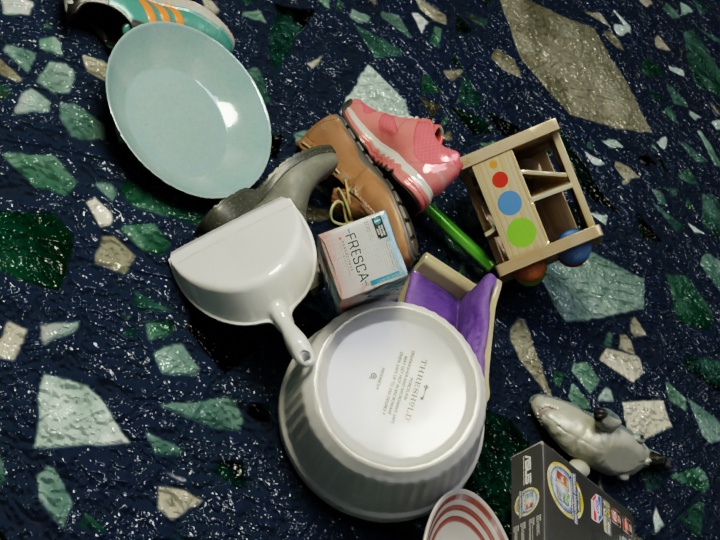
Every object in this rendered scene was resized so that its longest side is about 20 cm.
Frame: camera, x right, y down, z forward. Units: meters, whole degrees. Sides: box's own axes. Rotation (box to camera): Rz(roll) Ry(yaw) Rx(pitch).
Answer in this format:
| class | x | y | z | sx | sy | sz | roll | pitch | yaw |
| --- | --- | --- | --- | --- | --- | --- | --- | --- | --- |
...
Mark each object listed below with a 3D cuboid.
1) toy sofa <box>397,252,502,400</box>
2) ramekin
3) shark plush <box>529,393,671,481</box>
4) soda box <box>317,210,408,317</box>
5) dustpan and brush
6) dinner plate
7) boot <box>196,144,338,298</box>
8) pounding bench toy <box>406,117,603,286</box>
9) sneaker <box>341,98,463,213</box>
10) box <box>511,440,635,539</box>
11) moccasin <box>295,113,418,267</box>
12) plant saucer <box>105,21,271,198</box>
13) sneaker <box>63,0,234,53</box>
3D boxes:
| class | x | y | z | sx | sy | sz | roll | pitch | yaw |
| --- | --- | --- | --- | --- | --- | --- | --- | --- | --- |
| toy sofa | 0.079 | 0.074 | 1.447 | 0.082 | 0.098 | 0.201 | 30 | 41 | -16 |
| ramekin | 0.025 | 0.121 | 1.295 | 0.199 | 0.094 | 0.205 | 4 | 66 | -8 |
| shark plush | 0.279 | 0.180 | 1.556 | 0.198 | 0.092 | 0.083 | 9 | 20 | -30 |
| soda box | 0.000 | 0.000 | 1.319 | 0.068 | 0.200 | 0.064 | -20 | 84 | -4 |
| dustpan and brush | -0.087 | 0.021 | 1.309 | 0.200 | 0.138 | 0.058 | 51 | -15 | 55 |
| dinner plate | 0.098 | 0.301 | 1.274 | 0.200 | 0.024 | 0.203 | 34 | 48 | -48 |
| boot | -0.067 | -0.037 | 1.449 | 0.131 | 0.068 | 0.199 | 51 | 51 | 2 |
| pounding bench toy | 0.161 | -0.054 | 1.601 | 0.124 | 0.198 | 0.158 | 22 | 46 | -81 |
| sneaker | 0.050 | -0.141 | 1.582 | 0.200 | 0.086 | 0.074 | 51 | -7 | 45 |
| box | 0.213 | 0.293 | 1.382 | 0.160 | 0.044 | 0.202 | 40 | 36 | -29 |
| moccasin | -0.005 | -0.080 | 1.531 | 0.202 | 0.077 | 0.074 | 55 | -3 | 20 |
| plant saucer | -0.183 | -0.159 | 1.455 | 0.199 | 0.039 | 0.204 | 20 | 55 | -32 |
| sneaker | -0.229 | -0.256 | 1.502 | 0.198 | 0.071 | 0.081 | 23 | 54 | -24 |
